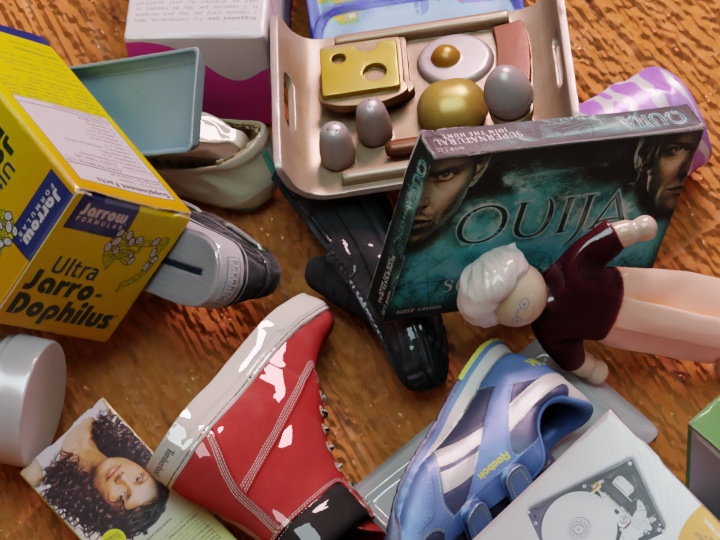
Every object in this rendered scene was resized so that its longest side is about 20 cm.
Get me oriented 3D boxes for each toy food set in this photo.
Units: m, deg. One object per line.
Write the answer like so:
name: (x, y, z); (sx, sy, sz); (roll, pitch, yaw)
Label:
toy food set: (0.040, -0.129, 1.748); (0.199, 0.061, 0.144); (-8, 50, 4)

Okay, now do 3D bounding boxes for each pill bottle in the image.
pill bottle: (-0.294, 0.068, 1.702); (0.199, 0.113, 0.113); (11, 58, 12)

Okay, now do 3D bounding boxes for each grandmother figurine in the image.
grandmother figurine: (0.154, 0.020, 1.665); (0.199, 0.122, 0.061); (7, 19, -19)

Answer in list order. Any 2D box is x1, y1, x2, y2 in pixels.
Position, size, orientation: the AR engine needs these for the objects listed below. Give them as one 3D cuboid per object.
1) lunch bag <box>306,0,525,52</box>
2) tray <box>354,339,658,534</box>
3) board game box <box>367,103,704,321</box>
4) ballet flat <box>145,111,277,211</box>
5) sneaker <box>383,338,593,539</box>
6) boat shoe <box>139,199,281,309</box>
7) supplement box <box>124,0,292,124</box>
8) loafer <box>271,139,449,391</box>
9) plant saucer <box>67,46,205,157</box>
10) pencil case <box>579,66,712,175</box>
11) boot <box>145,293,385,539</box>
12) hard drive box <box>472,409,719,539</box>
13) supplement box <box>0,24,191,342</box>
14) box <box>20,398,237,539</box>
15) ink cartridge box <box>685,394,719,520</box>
lunch bag: (0.039, -0.165, 1.856); (0.149, 0.094, 0.201); (-9, 68, 0)
tray: (0.082, 0.124, 1.681); (0.200, 0.022, 0.107); (-38, 61, -19)
board game box: (0.111, -0.037, 1.678); (0.199, 0.136, 0.028); (-8, 44, -27)
ballet flat: (-0.151, -0.090, 1.822); (0.199, 0.070, 0.070); (9, 57, 11)
sneaker: (0.073, 0.132, 1.620); (0.082, 0.074, 0.201); (21, 61, 16)
boat shoe: (-0.133, -0.014, 1.768); (0.200, 0.071, 0.072); (27, 101, 42)
supplement box: (-0.101, -0.210, 1.878); (0.103, 0.101, 0.201); (-1, 55, 5)
loafer: (0.000, 0.000, 1.752); (0.070, 0.068, 0.201); (-30, 61, 10)
plant saucer: (-0.181, -0.103, 1.786); (0.199, 0.019, 0.070); (-5, 77, 36)
pencil case: (0.135, -0.061, 1.770); (0.199, 0.084, 0.085); (-27, 17, -13)
boot: (-0.031, 0.107, 1.672); (0.144, 0.073, 0.200); (35, 39, 2)
hard drive box: (0.131, 0.210, 1.549); (0.200, 0.077, 0.156); (-44, 63, -1)
supplement box: (-0.222, -0.062, 1.727); (0.110, 0.109, 0.200); (-54, 54, 18)
box: (-0.119, 0.173, 1.644); (0.075, 0.050, 0.200); (-43, 62, -9)
ink cartridge box: (0.291, 0.092, 1.606); (0.200, 0.146, 0.084); (-38, 61, -18)
